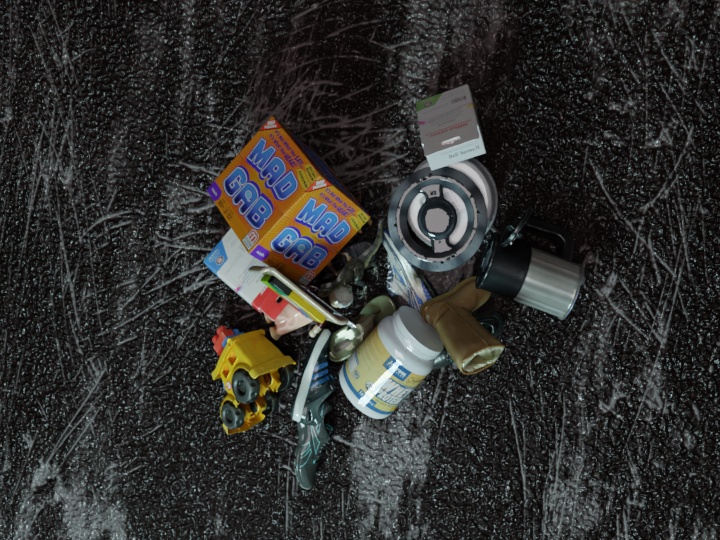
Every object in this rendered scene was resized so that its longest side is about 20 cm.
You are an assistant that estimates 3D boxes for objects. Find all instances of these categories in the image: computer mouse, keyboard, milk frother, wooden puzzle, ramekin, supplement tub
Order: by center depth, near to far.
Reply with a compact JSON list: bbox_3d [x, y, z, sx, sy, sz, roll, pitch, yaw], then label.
[{"bbox_3d":[0.341,-0.018,1.485,0.184,0.200,0.185,19,91,-1],"label":"milk frother"},{"bbox_3d":[-0.129,0.053,1.529,0.198,0.185,0.038,35,81,-14],"label":"wooden puzzle"},{"bbox_3d":[0.179,-0.138,1.564,0.195,0.098,0.206,1,97,12],"label":"ramekin"},{"bbox_3d":[0.063,0.188,1.586,0.144,0.145,0.201,42,113,4],"label":"supplement tub"},{"bbox_3d":[-0.087,0.059,1.598,0.198,0.056,0.011,36,81,1],"label":"keyboard"},{"bbox_3d":[-0.047,-0.018,1.661,0.196,0.034,0.060,-18,97,19],"label":"computer mouse"}]

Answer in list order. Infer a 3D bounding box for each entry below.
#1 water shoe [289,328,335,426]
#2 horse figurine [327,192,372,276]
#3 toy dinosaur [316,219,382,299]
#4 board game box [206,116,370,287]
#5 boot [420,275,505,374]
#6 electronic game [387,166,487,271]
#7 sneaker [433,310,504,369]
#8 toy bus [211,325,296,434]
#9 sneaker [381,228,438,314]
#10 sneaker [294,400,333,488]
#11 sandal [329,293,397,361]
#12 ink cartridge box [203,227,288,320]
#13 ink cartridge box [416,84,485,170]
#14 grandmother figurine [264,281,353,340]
[{"bbox_3d":[-0.087,0.229,1.646,0.077,0.071,0.205,21,80,-9],"label":"water shoe"},{"bbox_3d":[-0.058,-0.076,1.626,0.130,0.050,0.204,23,86,23],"label":"horse figurine"},{"bbox_3d":[0.000,0.000,1.584,0.200,0.047,0.088,-48,129,-7],"label":"toy dinosaur"},{"bbox_3d":[-0.142,-0.132,1.534,0.200,0.199,0.201,-45,55,8],"label":"board game box"},{"bbox_3d":[0.226,0.106,1.517,0.172,0.200,0.067,-28,124,-8],"label":"boot"},{"bbox_3d":[0.149,-0.100,1.503,0.194,0.042,0.206,0,90,10],"label":"electronic game"},{"bbox_3d":[0.204,0.146,1.601,0.198,0.079,0.076,-33,91,15],"label":"sneaker"},{"bbox_3d":[-0.261,0.222,1.679,0.192,0.134,0.202,44,124,23],"label":"toy bus"},{"bbox_3d":[0.082,0.011,1.614,0.084,0.077,0.203,-31,89,17],"label":"sneaker"},{"bbox_3d":[-0.100,0.378,1.683,0.077,0.075,0.206,3,97,8],"label":"sneaker"},{"bbox_3d":[0.001,0.132,1.649,0.200,0.057,0.080,-41,83,15],"label":"sandal"},{"bbox_3d":[-0.224,0.006,1.659,0.199,0.067,0.117,40,80,5],"label":"ink cartridge box"},{"bbox_3d":[0.176,-0.268,1.499,0.114,0.203,0.068,-16,129,13],"label":"ink cartridge box"},{"bbox_3d":[-0.109,0.078,1.669,0.196,0.061,0.124,-19,100,10],"label":"grandmother figurine"}]
